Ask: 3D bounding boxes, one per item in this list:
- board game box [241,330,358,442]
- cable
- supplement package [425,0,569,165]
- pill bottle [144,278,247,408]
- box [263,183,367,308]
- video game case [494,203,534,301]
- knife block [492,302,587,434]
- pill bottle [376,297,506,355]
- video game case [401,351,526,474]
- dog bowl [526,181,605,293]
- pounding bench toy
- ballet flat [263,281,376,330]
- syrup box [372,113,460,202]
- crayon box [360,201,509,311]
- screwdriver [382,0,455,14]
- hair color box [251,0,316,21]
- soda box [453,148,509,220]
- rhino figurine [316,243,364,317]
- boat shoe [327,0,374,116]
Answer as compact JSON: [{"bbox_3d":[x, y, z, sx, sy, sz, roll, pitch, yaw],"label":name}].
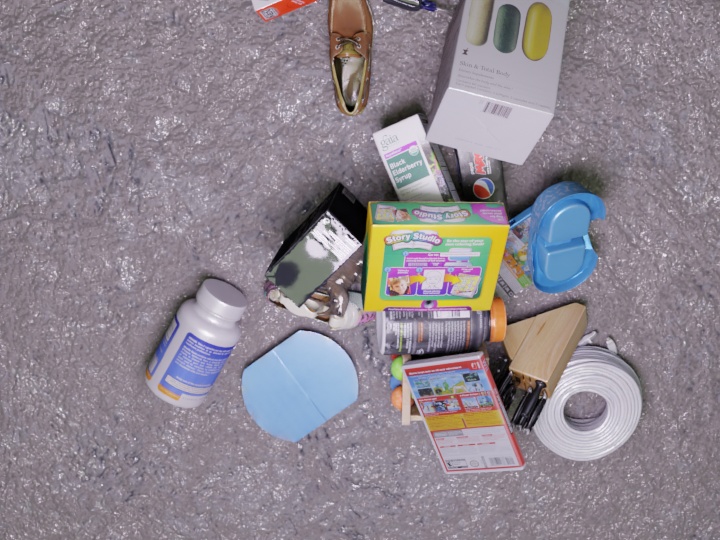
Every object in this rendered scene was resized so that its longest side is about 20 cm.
[{"bbox_3d":[-0.105,0.193,1.667,0.200,0.039,0.158,-36,100,7],"label":"board game box"},{"bbox_3d":[0.384,0.229,1.656,0.200,0.069,0.200,-34,106,11],"label":"cable"},{"bbox_3d":[0.195,-0.287,1.384,0.151,0.151,0.201,14,68,-4],"label":"supplement package"},{"bbox_3d":[-0.267,0.118,1.602,0.112,0.112,0.200,29,107,-9],"label":"pill bottle"},{"bbox_3d":[-0.062,-0.042,1.493,0.141,0.200,0.079,-42,99,15],"label":"box"},{"bbox_3d":[0.240,-0.015,1.566,0.200,0.018,0.143,-34,133,12],"label":"video game case"},{"bbox_3d":[0.299,0.163,1.571,0.199,0.176,0.064,-19,145,2],"label":"knife block"},{"bbox_3d":[0.128,0.080,1.535,0.199,0.106,0.107,-1,110,-5],"label":"pill bottle"},{"bbox_3d":[0.158,0.223,1.490,0.142,0.017,0.201,-12,109,35],"label":"video game case"},{"bbox_3d":[0.315,-0.054,1.512,0.111,0.050,0.201,-12,134,-10],"label":"dog bowl"},{"bbox_3d":[0.127,0.188,1.575,0.155,0.200,0.125,0,110,0],"label":"pounding bench toy"},{"bbox_3d":[-0.065,0.061,1.600,0.199,0.071,0.069,15,115,-5],"label":"ballet flat"},{"bbox_3d":[0.097,-0.134,1.492,0.078,0.081,0.201,-22,91,16],"label":"syrup box"},{"bbox_3d":[0.105,-0.019,1.432,0.199,0.058,0.173,0,132,-6],"label":"crayon box"},{"bbox_3d":[0.129,-0.393,1.464,0.199,0.029,0.028,13,109,-8],"label":"screwdriver"},{"bbox_3d":[-0.072,-0.452,1.410,0.199,0.061,0.102,-21,87,8],"label":"hair color box"},{"bbox_3d":[0.185,-0.171,1.519,0.070,0.063,0.201,-9,109,4],"label":"soda box"},{"bbox_3d":[0.000,0.000,1.565,0.087,0.060,0.200,45,88,-1],"label":"rhino figurine"},{"bbox_3d":[-0.012,-0.334,1.461,0.072,0.068,0.201,-5,108,5],"label":"boat shoe"}]
